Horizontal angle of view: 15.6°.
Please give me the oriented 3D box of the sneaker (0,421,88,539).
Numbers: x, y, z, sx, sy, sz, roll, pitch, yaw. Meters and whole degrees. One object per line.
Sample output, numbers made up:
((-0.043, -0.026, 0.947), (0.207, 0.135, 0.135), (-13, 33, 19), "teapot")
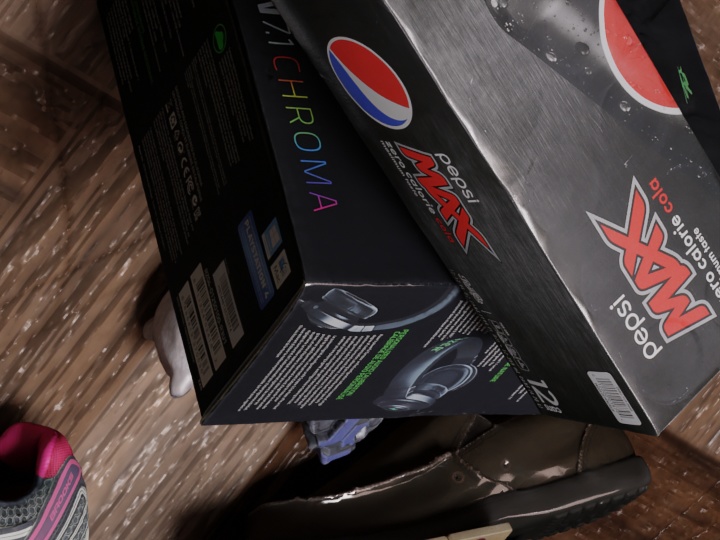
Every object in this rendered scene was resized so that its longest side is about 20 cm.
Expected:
((-0.188, 0.114, 0.973), (0.200, 0.080, 0.075), (-21, 122, -43), "sneaker")

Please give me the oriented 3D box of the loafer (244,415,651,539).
((0.032, 0.096, 1.191), (0.199, 0.072, 0.073), (-11, 162, -25), "loafer")

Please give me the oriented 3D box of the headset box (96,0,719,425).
((0.031, -0.044, 0.911), (0.199, 0.175, 0.093), (1, 149, -29), "headset box")

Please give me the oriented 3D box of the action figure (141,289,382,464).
((0.000, 0.000, 1.067), (0.193, 0.105, 0.200), (-25, 164, -17), "action figure")

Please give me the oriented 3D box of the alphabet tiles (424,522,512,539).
((-0.022, 0.164, 1.173), (0.199, 0.006, 0.167), (-8, 150, -31), "alphabet tiles")

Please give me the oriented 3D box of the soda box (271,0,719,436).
((0.045, -0.049, 0.783), (0.071, 0.063, 0.200), (-43, 114, -21), "soda box")
